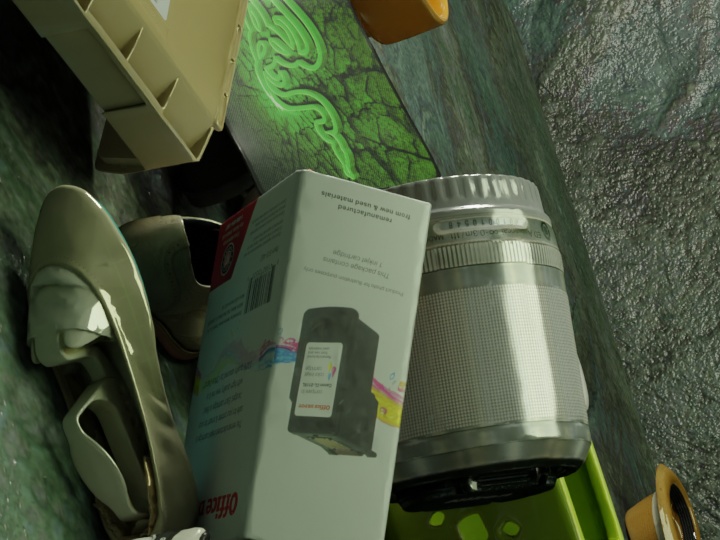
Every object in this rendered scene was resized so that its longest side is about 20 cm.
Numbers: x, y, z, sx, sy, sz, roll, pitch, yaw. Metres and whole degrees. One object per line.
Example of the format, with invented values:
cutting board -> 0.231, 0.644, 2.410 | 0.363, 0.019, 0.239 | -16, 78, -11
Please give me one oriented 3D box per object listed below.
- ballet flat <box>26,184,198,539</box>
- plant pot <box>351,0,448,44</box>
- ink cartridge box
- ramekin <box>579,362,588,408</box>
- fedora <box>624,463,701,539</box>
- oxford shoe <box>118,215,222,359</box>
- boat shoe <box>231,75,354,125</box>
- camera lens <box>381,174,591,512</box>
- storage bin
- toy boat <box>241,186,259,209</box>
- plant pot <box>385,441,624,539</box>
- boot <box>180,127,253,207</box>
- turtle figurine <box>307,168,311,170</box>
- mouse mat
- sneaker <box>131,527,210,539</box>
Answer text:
ballet flat -> -0.138, 0.055, 1.007 | 0.069, 0.069, 0.202 | -31, 101, -76
plant pot -> -0.050, -0.259, 1.539 | 0.200, 0.182, 0.202 | -21, 90, -77
ink cartridge box -> -0.037, 0.064, 1.058 | 0.146, 0.082, 0.202 | 155, -54, -66
ramekin -> 0.186, 0.097, 2.145 | 0.202, 0.093, 0.204 | -21, 90, -77
fedora -> 0.430, 0.376, 2.733 | 0.201, 0.081, 0.202 | 55, 25, -41
oxford shoe -> -0.100, 0.009, 1.185 | 0.200, 0.073, 0.071 | 22, 49, -72
boat shoe -> -0.028, -0.107, 1.348 | 0.199, 0.066, 0.075 | 16, 55, -61
camera lens -> 0.064, 0.053, 1.276 | 0.160, 0.158, 0.202 | 28, 52, -70
storage bin -> -0.154, -0.192, 1.146 | 0.200, 0.093, 0.200 | 55, 35, -48
toy boat -> 0.000, 0.000, 1.472 | 0.200, 0.130, 0.132 | 50, 24, -54
plant pot -> 0.077, 0.154, 1.446 | 0.199, 0.180, 0.202 | 25, 47, -71
boot -> -0.132, -0.162, 1.326 | 0.165, 0.065, 0.201 | -87, 154, -60
turtle figurine -> -0.046, 0.044, 1.229 | 0.161, 0.064, 0.202 | 72, 33, -82
mouse mat -> -0.042, -0.131, 1.301 | 0.160, 0.008, 0.201 | -8, 61, -39
sneaker -> -0.073, 0.197, 0.993 | 0.200, 0.087, 0.076 | 54, 18, -53
